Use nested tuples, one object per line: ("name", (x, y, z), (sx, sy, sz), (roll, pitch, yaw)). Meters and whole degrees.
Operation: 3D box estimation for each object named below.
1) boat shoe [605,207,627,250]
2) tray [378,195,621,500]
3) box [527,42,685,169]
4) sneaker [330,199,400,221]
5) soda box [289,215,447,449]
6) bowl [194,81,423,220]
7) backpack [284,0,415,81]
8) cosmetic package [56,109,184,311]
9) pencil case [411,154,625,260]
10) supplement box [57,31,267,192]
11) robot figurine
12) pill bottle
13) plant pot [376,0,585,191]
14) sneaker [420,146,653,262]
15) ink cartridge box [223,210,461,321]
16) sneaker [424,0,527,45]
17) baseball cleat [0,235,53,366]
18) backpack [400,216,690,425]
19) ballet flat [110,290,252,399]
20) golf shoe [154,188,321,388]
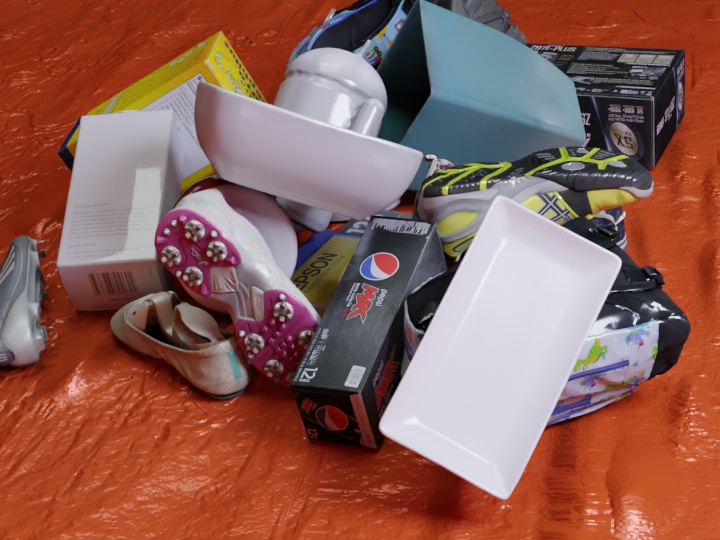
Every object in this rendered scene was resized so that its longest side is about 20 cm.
("boat shoe", (0.177, -0.075, 1.358), (0.199, 0.092, 0.071), (16, 34, 37))
("tray", (0.101, 0.054, 0.988), (0.106, 0.022, 0.201), (28, 74, 3))
("box", (0.261, -0.194, 1.579), (0.198, 0.087, 0.164), (6, 30, 23))
("sneaker", (-0.052, -0.107, 1.474), (0.198, 0.086, 0.073), (9, 28, 24))
("soda box", (0.012, 0.047, 1.120), (0.063, 0.071, 0.201), (5, 45, 23))
("bowl", (-0.056, -0.101, 1.196), (0.197, 0.076, 0.200), (16, 4, -13))
("backpack", (-0.004, -0.210, 1.566), (0.199, 0.184, 0.134), (-35, 19, -35))
("cosmetic package", (-0.234, -0.063, 1.352), (0.100, 0.074, 0.202), (-2, 50, 4))
("pencil case", (0.138, -0.039, 1.246), (0.198, 0.078, 0.090), (20, 72, 8))
("supplement box", (-0.209, -0.152, 1.482), (0.198, 0.109, 0.110), (-28, 22, 15))
("robot figurine", (-0.041, -0.141, 1.398), (0.112, 0.202, 0.169), (28, -12, -39))
("pill bottle", (-0.124, -0.030, 1.274), (0.111, 0.115, 0.200), (-10, 9, -9))
("plant pot", (0.126, -0.164, 1.437), (0.198, 0.142, 0.143), (12, 49, -21))
("sneaker", (0.153, -0.057, 1.180), (0.197, 0.077, 0.076), (-6, 22, 7))
("ink cartridge box", (0.000, 0.000, 1.298), (0.198, 0.048, 0.198), (11, 33, 25))
("sneaker", (0.132, -0.300, 1.556), (0.113, 0.202, 0.076), (13, -19, -39))
("baseball cleat", (-0.345, 0.026, 1.284), (0.105, 0.071, 0.200), (-10, 26, -9))
("backpack", (0.127, 0.053, 1.078), (0.198, 0.155, 0.163), (-7, 38, -32))
("ballet flat", (-0.160, 0.049, 1.209), (0.067, 0.063, 0.199), (-28, 34, -33))
("golf shoe", (-0.083, 0.012, 1.138), (0.075, 0.201, 0.092), (-32, 18, 23))
